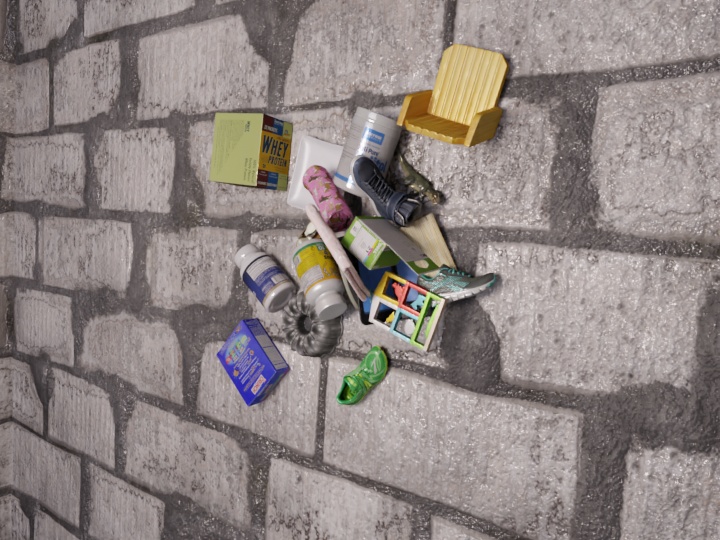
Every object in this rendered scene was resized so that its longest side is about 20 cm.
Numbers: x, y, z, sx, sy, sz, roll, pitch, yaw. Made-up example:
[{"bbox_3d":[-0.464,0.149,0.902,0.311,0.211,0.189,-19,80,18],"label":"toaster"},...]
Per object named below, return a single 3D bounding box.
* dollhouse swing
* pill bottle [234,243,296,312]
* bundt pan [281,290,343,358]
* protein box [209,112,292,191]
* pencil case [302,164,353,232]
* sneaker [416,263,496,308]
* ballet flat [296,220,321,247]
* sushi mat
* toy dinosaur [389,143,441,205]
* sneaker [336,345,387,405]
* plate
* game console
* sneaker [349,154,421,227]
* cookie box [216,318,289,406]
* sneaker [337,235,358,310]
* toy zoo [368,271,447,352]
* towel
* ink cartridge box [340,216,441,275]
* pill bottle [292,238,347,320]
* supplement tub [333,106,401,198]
[{"bbox_3d":[0.216,-0.407,1.211,0.197,0.180,0.180,27,126,29],"label":"dollhouse swing"},{"bbox_3d":[-0.288,0.018,1.577,0.200,0.110,0.112,47,114,23],"label":"pill bottle"},{"bbox_3d":[-0.148,0.152,1.512,0.198,0.075,0.208,1,91,33],"label":"bundt pan"},{"bbox_3d":[-0.324,-0.350,1.574,0.196,0.134,0.204,11,97,32],"label":"protein box"},{"bbox_3d":[-0.088,-0.189,1.392,0.087,0.082,0.202,-49,51,27],"label":"pencil case"},{"bbox_3d":[0.218,0.026,1.251,0.195,0.077,0.094,-16,85,16],"label":"sneaker"},{"bbox_3d":[-0.140,-0.095,1.484,0.071,0.070,0.200,55,128,19],"label":"ballet flat"},{"bbox_3d":[0.173,-0.032,1.304,0.094,0.012,0.204,-25,86,16],"label":"sushi mat"},{"bbox_3d":[0.125,-0.217,1.341,0.088,0.047,0.201,-43,67,16],"label":"toy dinosaur"},{"bbox_3d":[0.004,0.289,1.412,0.074,0.083,0.202,42,112,25],"label":"sneaker"},{"bbox_3d":[-0.108,-0.259,1.497,0.196,0.032,0.205,22,103,30],"label":"plate"},{"bbox_3d":[0.087,0.024,1.330,0.172,0.115,0.206,-9,87,33],"label":"game console"},{"bbox_3d":[0.065,-0.185,1.264,0.077,0.203,0.145,-47,41,-8],"label":"sneaker"},{"bbox_3d":[-0.333,0.281,1.636,0.172,0.075,0.201,-49,67,24],"label":"cookie box"},{"bbox_3d":[0.000,0.000,1.413,0.104,0.075,0.205,-19,101,-1],"label":"sneaker"},{"bbox_3d":[0.098,0.089,1.268,0.197,0.020,0.134,26,103,28],"label":"toy zoo"},{"bbox_3d":[-0.051,-0.040,1.252,0.032,0.192,0.202,-33,60,-2],"label":"towel"},{"bbox_3d":[0.072,-0.035,1.227,0.200,0.147,0.076,44,113,19],"label":"ink cartridge box"},{"bbox_3d":[-0.107,0.025,1.436,0.112,0.112,0.203,-39,58,27],"label":"pill bottle"},{"bbox_3d":[0.018,-0.297,1.356,0.130,0.131,0.204,28,107,29],"label":"supplement tub"}]
